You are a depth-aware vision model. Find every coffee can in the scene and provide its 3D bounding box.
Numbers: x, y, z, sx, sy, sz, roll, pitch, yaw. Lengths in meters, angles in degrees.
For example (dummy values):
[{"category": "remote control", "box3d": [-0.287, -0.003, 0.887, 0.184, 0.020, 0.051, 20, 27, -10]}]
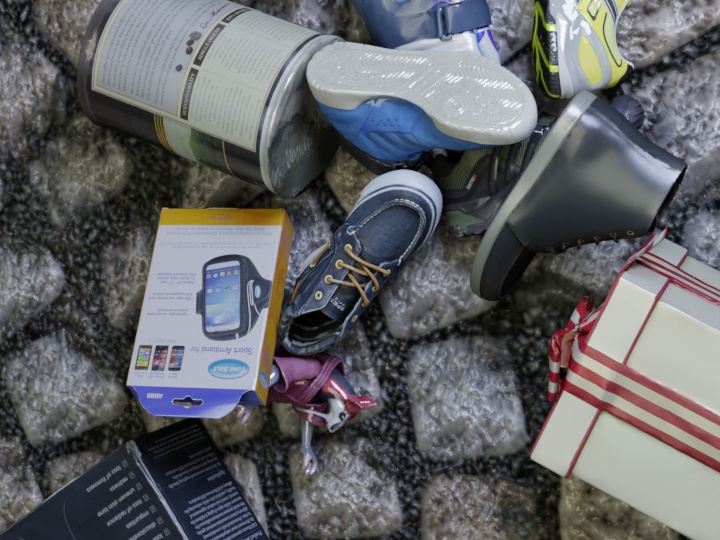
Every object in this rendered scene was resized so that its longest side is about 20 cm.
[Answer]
[{"category": "coffee can", "box3d": [-0.125, -0.164, 1.407, 0.200, 0.146, 0.147, 22, 107, 22]}]

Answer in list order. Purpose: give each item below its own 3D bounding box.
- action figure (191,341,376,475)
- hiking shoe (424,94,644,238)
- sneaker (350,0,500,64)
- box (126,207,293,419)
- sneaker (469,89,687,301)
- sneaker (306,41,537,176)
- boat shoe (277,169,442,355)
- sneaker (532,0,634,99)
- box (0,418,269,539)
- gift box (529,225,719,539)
[{"category": "action figure", "box3d": [-0.075, 0.091, 1.467, 0.199, 0.134, 0.149, 13, 67, 17]}, {"category": "hiking shoe", "box3d": [0.136, -0.105, 1.326, 0.200, 0.076, 0.101, -30, 88, 28]}, {"category": "sneaker", "box3d": [0.092, -0.243, 1.332, 0.200, 0.081, 0.147, -38, 89, 23]}, {"category": "box", "box3d": [-0.132, 0.040, 1.410, 0.119, 0.041, 0.201, 1, 65, 14]}, {"category": "sneaker", "box3d": [0.165, -0.031, 1.249, 0.106, 0.075, 0.200, 36, 127, 11]}, {"category": "sneaker", "box3d": [0.058, -0.122, 1.324, 0.199, 0.111, 0.077, 12, 62, 22]}, {"category": "boat shoe", "box3d": [0.000, 0.000, 1.370, 0.071, 0.091, 0.200, 32, 137, -12]}, {"category": "sneaker", "box3d": [0.178, -0.239, 1.299, 0.076, 0.075, 0.201, -2, 93, -7]}, {"category": "box", "box3d": [-0.204, 0.279, 1.527, 0.200, 0.124, 0.197, -35, 80, 26]}, {"category": "gift box", "box3d": [0.247, 0.072, 1.247, 0.186, 0.185, 0.200, 26, 105, 11]}]
